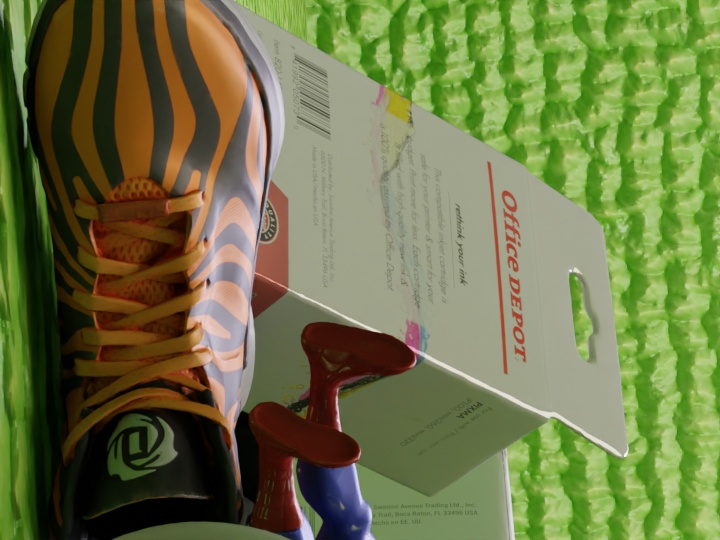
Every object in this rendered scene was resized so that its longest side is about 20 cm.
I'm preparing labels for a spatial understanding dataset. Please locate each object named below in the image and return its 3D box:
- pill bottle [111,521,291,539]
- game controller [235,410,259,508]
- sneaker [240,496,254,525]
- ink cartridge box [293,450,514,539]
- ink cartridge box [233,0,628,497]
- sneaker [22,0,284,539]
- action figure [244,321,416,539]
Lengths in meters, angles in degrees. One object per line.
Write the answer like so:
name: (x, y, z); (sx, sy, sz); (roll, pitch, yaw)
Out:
pill bottle: (-0.035, 0.157, 0.775); (0.200, 0.108, 0.110); (84, 3, -57)
game controller: (-0.051, 0.019, 1.127); (0.201, 0.042, 0.105); (-105, 176, -48)
sneaker: (-0.053, 0.174, 1.077); (0.079, 0.075, 0.201); (-76, 156, -52)
ink cartridge box: (-0.003, 0.117, 1.365); (0.201, 0.145, 0.083); (-91, 178, -50)
ink cartridge box: (0.000, 0.000, 1.044); (0.067, 0.199, 0.117); (-35, -139, 36)
sneaker: (-0.057, 0.012, 0.871); (0.112, 0.077, 0.201); (-93, 179, -50)
action figure: (0.012, 0.118, 0.900); (0.065, 0.098, 0.201); (-54, 159, -44)
